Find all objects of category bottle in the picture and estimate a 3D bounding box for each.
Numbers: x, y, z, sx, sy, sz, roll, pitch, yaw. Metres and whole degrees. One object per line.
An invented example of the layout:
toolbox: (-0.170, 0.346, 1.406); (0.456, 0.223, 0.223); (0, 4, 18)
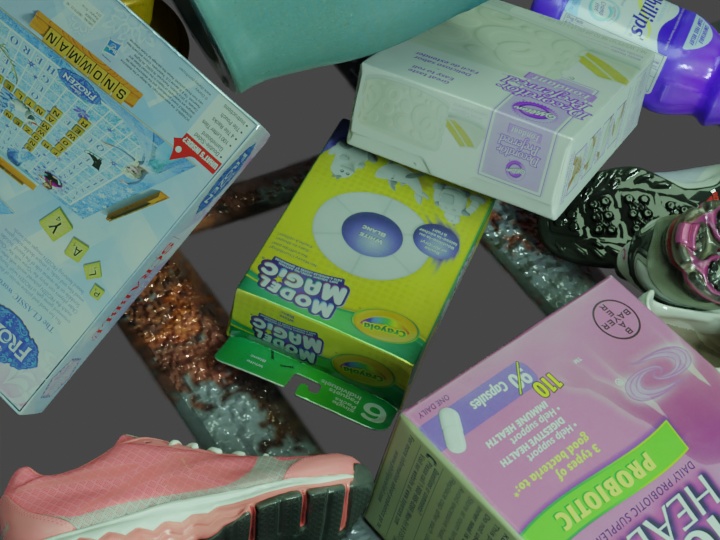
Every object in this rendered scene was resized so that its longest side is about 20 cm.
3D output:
bottle: (0.218, -0.157, 1.105); (0.198, 0.066, 0.084); (25, 46, 8)

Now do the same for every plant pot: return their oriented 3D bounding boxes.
plant pot: (-0.032, -0.211, 0.904); (0.187, 0.201, 0.201); (-31, 58, -5)

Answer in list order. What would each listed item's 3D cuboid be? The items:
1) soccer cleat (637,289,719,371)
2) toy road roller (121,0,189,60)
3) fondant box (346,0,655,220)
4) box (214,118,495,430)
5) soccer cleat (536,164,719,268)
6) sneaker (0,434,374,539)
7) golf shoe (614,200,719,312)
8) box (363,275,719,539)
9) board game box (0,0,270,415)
soccer cleat: (0.240, 0.074, 0.893); (0.198, 0.078, 0.070); (20, 46, 3)
toy road roller: (-0.197, -0.124, 0.901); (0.198, 0.147, 0.123); (-18, 55, -29)
fondant box: (0.097, -0.114, 0.991); (0.143, 0.059, 0.200); (21, 31, 16)
box: (0.000, 0.000, 0.915); (0.116, 0.049, 0.201); (22, 48, 6)
soccer cleat: (0.212, -0.036, 1.005); (0.197, 0.073, 0.069); (-12, 76, -4)
sneaker: (-0.089, 0.112, 0.769); (0.198, 0.074, 0.087); (-10, 50, -23)
golf shoe: (0.253, 0.016, 0.950); (0.198, 0.092, 0.073); (27, 70, -21)
box: (0.135, 0.130, 0.800); (0.175, 0.097, 0.200); (-28, 61, -34)
board game box: (-0.186, -0.063, 0.820); (0.200, 0.041, 0.200); (42, 90, 8)
